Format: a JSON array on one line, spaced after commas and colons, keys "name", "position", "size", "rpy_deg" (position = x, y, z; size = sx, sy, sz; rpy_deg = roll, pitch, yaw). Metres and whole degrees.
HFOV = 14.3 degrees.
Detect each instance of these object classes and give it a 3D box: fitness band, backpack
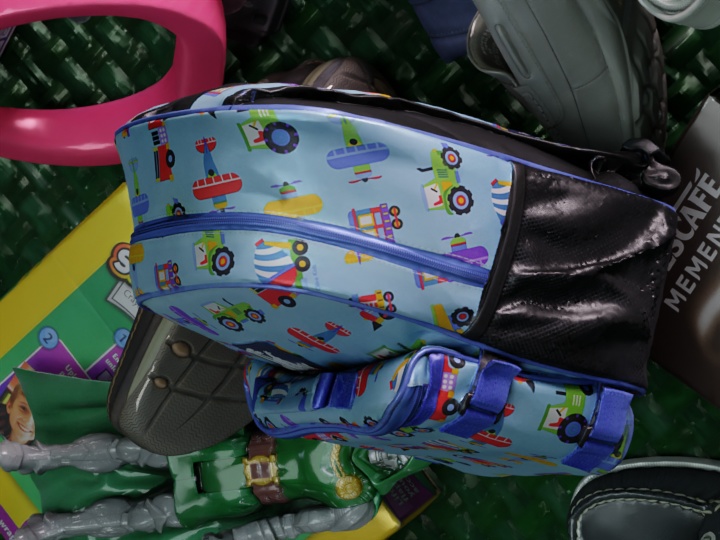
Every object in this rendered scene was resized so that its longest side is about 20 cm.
[{"name": "fitness band", "position": [-0.131, -0.089, 1.248], "size": [0.143, 0.200, 0.037], "rpy_deg": [-6, 73, -8]}, {"name": "backpack", "position": [0.000, 0.000, 1.135], "size": [0.183, 0.200, 0.135], "rpy_deg": [-4, 74, 58]}]

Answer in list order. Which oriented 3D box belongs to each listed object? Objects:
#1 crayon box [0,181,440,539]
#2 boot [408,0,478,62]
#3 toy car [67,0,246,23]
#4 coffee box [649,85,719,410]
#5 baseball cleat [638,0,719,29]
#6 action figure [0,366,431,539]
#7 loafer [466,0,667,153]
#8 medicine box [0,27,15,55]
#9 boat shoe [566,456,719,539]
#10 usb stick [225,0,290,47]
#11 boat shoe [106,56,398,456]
[{"name": "crayon box", "position": [-0.091, 0.080, 1.342], "size": [0.173, 0.058, 0.200], "rpy_deg": [-41, 85, 25]}, {"name": "boot", "position": [0.097, -0.163, 1.195], "size": [0.200, 0.073, 0.090], "rpy_deg": [-23, 112, 27]}, {"name": "toy car", "position": [-0.112, -0.203, 1.239], "size": [0.164, 0.158, 0.200], "rpy_deg": [1, 118, 35]}, {"name": "coffee box", "position": [0.205, 0.020, 1.176], "size": [0.200, 0.080, 0.113], "rpy_deg": [36, 116, 12]}, {"name": "baseball cleat", "position": [0.154, -0.107, 1.121], "size": [0.200, 0.106, 0.070], "rpy_deg": [42, 131, -15]}, {"name": "action figure", "position": [-0.061, 0.088, 1.272], "size": [0.200, 0.055, 0.118], "rpy_deg": [-10, 95, 19]}, {"name": "loafer", "position": [0.079, -0.097, 1.170], "size": [0.070, 0.070, 0.200], "rpy_deg": [-3, 137, 20]}, {"name": "medicine box", "position": [-0.276, -0.062, 1.321], "size": [0.103, 0.182, 0.200], "rpy_deg": [38, 116, 12]}, {"name": "boat shoe", "position": [0.175, 0.133, 1.230], "size": [0.200, 0.060, 0.076], "rpy_deg": [13, 109, 22]}, {"name": "usb stick", "position": [-0.031, -0.195, 1.257], "size": [0.055, 0.033, 0.200], "rpy_deg": [24, 112, 10]}, {"name": "boat shoe", "position": [-0.053, -0.006, 1.257], "size": [0.073, 0.200, 0.075], "rpy_deg": [8, 148, 47]}]
